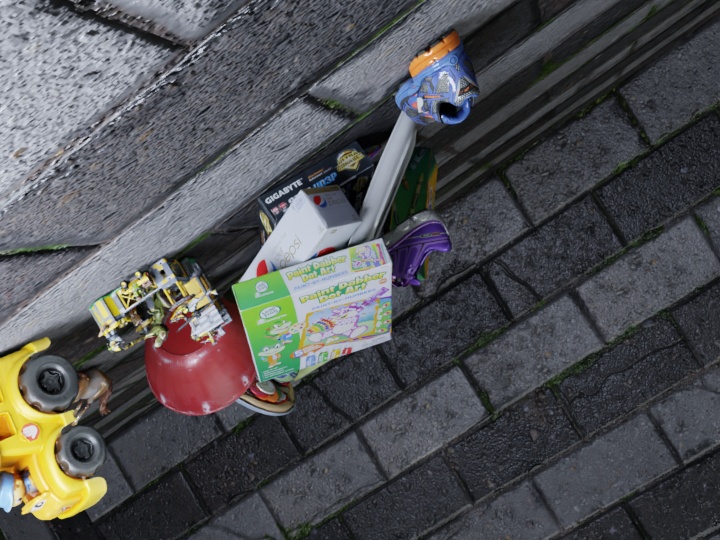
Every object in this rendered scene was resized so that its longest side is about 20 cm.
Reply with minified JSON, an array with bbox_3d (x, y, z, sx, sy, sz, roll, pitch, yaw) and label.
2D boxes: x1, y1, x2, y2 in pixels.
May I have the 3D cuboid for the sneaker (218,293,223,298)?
[{"bbox_3d":[-0.323,0.125,1.553,0.115,0.074,0.200,-37,-175,37],"label":"sneaker"}]

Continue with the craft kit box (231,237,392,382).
[{"bbox_3d":[-0.055,0.056,1.139,0.196,0.049,0.199,-18,146,-9],"label":"craft kit box"}]

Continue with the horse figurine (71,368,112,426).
[{"bbox_3d":[-0.485,0.216,1.522,0.133,0.050,0.200,-51,166,7],"label":"horse figurine"}]

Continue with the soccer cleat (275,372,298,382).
[{"bbox_3d":[-0.184,0.113,1.466,0.065,0.199,0.084,-53,177,-6],"label":"soccer cleat"}]

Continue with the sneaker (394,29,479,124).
[{"bbox_3d":[0.090,-0.198,1.004,0.074,0.079,0.200,-32,176,-3],"label":"sneaker"}]

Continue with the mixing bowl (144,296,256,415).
[{"bbox_3d":[-0.260,0.113,1.383,0.198,0.201,0.109,-32,152,-10],"label":"mixing bowl"}]

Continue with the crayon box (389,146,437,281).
[{"bbox_3d":[0.086,-0.091,1.449,0.057,0.205,0.119,5,175,10],"label":"crayon box"}]

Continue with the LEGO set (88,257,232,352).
[{"bbox_3d":[-0.249,0.065,1.139,0.152,0.117,0.200,-33,176,-6],"label":"LEGO set"}]

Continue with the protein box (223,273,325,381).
[{"bbox_3d":[-0.098,0.049,1.507,0.135,0.201,0.198,-43,-176,-35],"label":"protein box"}]

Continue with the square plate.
[{"bbox_3d":[0.035,-0.116,1.196,0.198,0.028,0.204,51,61,-87],"label":"square plate"}]

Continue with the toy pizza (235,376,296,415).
[{"bbox_3d":[-0.188,0.171,1.494,0.032,0.199,0.200,-55,171,14],"label":"toy pizza"}]

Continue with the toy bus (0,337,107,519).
[{"bbox_3d":[-0.408,0.202,0.996,0.190,0.203,0.135,-17,166,-48],"label":"toy bus"}]

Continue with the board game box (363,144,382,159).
[{"bbox_3d":[-0.038,-0.113,1.303,0.157,0.039,0.199,-31,176,-38],"label":"board game box"}]

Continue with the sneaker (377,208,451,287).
[{"bbox_3d":[0.037,-0.002,1.201,0.198,0.084,0.081,-34,176,11],"label":"sneaker"}]

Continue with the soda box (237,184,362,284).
[{"bbox_3d":[-0.082,-0.019,1.123,0.067,0.064,0.201,-15,153,-46],"label":"soda box"}]

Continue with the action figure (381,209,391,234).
[{"bbox_3d":[0.006,-0.093,1.562,0.193,0.105,0.201,-40,-161,17],"label":"action figure"}]

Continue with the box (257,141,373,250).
[{"bbox_3d":[-0.064,-0.072,1.207,0.157,0.046,0.201,-32,161,-17],"label":"box"}]

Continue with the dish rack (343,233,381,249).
[{"bbox_3d":[0.000,0.000,1.373,0.043,0.203,0.173,4,148,20],"label":"dish rack"}]
